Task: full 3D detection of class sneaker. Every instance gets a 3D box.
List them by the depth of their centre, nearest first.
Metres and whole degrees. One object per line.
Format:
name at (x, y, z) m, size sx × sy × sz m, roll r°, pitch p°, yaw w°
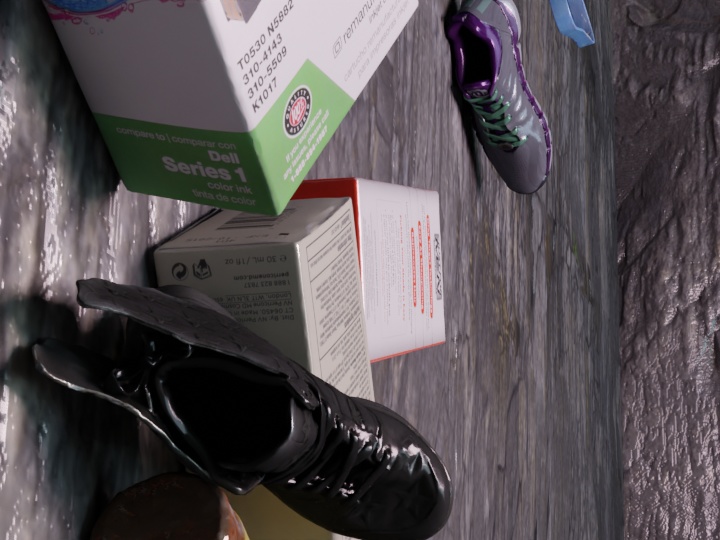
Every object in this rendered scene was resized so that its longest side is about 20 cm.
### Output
sneaker at (-0.037, 0.064, 0.598) m, size 0.060 × 0.199 × 0.104 m, roll -53°, pitch -165°, yaw 4°
sneaker at (0.118, -0.152, 1.373) m, size 0.088 × 0.074 × 0.202 m, roll -46°, pitch 124°, yaw -51°

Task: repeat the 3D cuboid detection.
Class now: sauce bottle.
sauce bottle at (-0.056, 0.170, 0.639) m, size 0.066 × 0.065 × 0.201 m, roll -78°, pitch 157°, yaw -44°

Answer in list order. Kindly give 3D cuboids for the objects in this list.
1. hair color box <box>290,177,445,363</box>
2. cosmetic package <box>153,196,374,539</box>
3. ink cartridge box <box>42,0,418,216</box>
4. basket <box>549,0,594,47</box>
hair color box at (0.000, 0.000, 0.889) m, size 0.200 × 0.060 × 0.103 m, roll 0°, pitch 88°, yaw -74°
cosmetic package at (-0.037, 0.074, 0.715) m, size 0.105 × 0.070 × 0.203 m, roll -43°, pitch 129°, yaw -71°
ink cartridge box at (-0.058, -0.147, 0.588) m, size 0.145 × 0.083 × 0.201 m, roll -58°, pitch 147°, yaw -35°
basket at (0.192, -0.330, 1.517) m, size 0.176 × 0.137 × 0.203 m, roll -12°, pitch 89°, yaw -76°
